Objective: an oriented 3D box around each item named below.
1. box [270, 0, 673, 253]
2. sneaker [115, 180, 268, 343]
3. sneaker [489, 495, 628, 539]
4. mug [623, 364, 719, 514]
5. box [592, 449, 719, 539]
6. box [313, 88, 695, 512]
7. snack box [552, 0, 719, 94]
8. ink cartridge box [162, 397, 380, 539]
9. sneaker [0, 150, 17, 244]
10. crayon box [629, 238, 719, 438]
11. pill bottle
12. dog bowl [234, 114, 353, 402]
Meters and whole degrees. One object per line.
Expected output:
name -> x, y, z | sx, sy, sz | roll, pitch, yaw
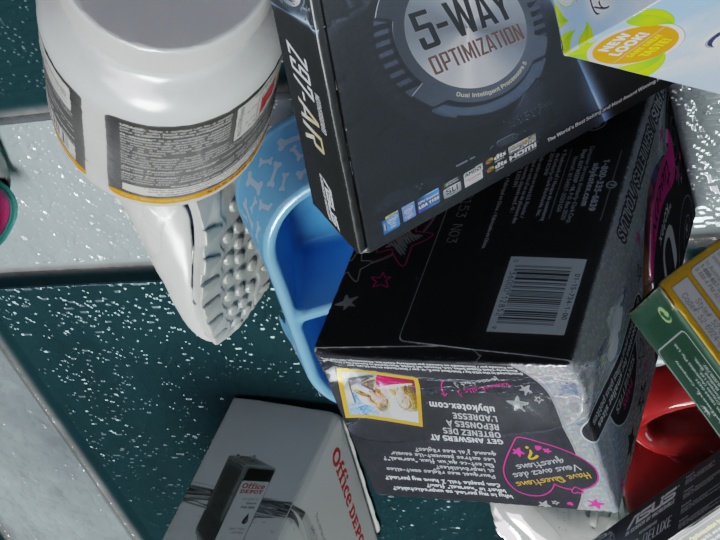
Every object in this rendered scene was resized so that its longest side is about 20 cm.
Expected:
box -> 0.061, -0.118, 0.786 | 0.044, 0.199, 0.161 | 47, 158, 39
sneaker -> -0.103, -0.045, 1.028 | 0.080, 0.077, 0.201 | 15, 136, 26
sneaker -> 0.168, 0.170, 1.154 | 0.199, 0.077, 0.080 | 32, 129, -19
mug -> 0.245, 0.097, 0.958 | 0.199, 0.177, 0.135 | -18, 83, 33
box -> 0.225, 0.158, 0.922 | 0.157, 0.050, 0.200 | 37, 128, -11
box -> 0.080, 0.004, 0.895 | 0.131, 0.201, 0.115 | 2, 138, 24
snack box -> 0.197, -0.140, 0.719 | 0.168, 0.068, 0.199 | 7, 154, -43
ink cartridge box -> -0.069, 0.207, 1.195 | 0.082, 0.201, 0.148 | 7, 138, 22
sneaker -> -0.271, -0.035, 1.114 | 0.120, 0.084, 0.201 | 27, 140, 9
crayon box -> 0.238, 0.011, 0.825 | 0.126, 0.199, 0.052 | 54, 163, 9
pill bottle -> -0.090, -0.109, 0.837 | 0.116, 0.117, 0.200 | 23, 164, -1
dog bowl -> 0.000, 0.000, 1.011 | 0.110, 0.050, 0.201 | -16, 132, 2
